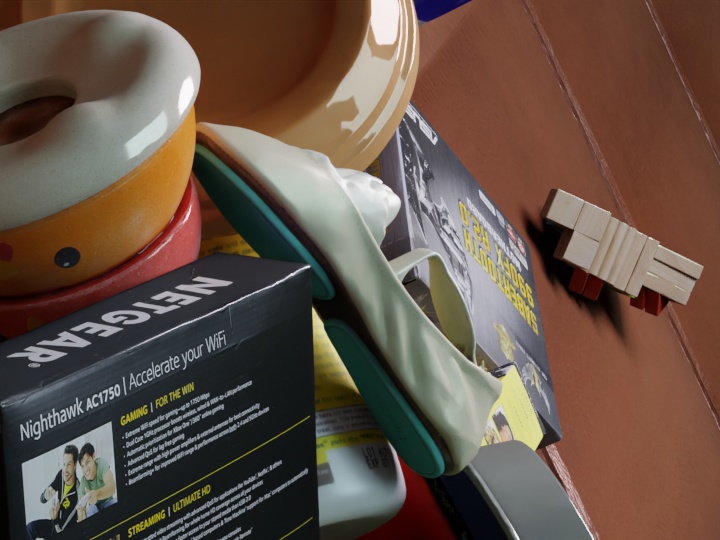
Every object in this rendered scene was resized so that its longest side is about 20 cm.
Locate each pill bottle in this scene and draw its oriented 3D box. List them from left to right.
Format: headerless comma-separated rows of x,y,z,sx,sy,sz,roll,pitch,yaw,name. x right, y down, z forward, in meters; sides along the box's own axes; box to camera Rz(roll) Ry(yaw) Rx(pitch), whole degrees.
-0.057,0.030,1.172,0.109,0.109,0.201,14,56,-67,pill bottle

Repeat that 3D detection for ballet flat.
0.000,0.000,1.102,0.201,0.069,0.070,56,22,-27,ballet flat

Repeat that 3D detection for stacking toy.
-0.107,0.008,1.053,0.147,0.145,0.201,-83,156,-56,stacking toy

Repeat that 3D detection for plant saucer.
-0.073,-0.108,1.154,0.038,0.198,0.201,87,-7,-60,plant saucer

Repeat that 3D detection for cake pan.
0.091,0.163,1.182,0.200,0.037,0.201,90,-26,-72,cake pan

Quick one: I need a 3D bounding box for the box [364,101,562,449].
0.053,0.002,1.600,0.200,0.048,0.159,48,27,-45,box

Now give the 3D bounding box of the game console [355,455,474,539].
0.067,0.197,1.243,0.118,0.173,0.201,-6,52,-34,game console

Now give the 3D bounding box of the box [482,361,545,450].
0.050,0.099,1.411,0.050,0.075,0.200,67,13,-3,box

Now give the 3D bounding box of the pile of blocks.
0.181,-0.008,1.971,0.200,0.082,0.063,26,87,-50,pile of blocks

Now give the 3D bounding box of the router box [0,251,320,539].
-0.085,0.089,0.962,0.200,0.051,0.150,-25,117,-56,router box

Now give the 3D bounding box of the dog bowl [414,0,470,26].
0.023,-0.270,1.776,0.200,0.078,0.201,53,24,-36,dog bowl
